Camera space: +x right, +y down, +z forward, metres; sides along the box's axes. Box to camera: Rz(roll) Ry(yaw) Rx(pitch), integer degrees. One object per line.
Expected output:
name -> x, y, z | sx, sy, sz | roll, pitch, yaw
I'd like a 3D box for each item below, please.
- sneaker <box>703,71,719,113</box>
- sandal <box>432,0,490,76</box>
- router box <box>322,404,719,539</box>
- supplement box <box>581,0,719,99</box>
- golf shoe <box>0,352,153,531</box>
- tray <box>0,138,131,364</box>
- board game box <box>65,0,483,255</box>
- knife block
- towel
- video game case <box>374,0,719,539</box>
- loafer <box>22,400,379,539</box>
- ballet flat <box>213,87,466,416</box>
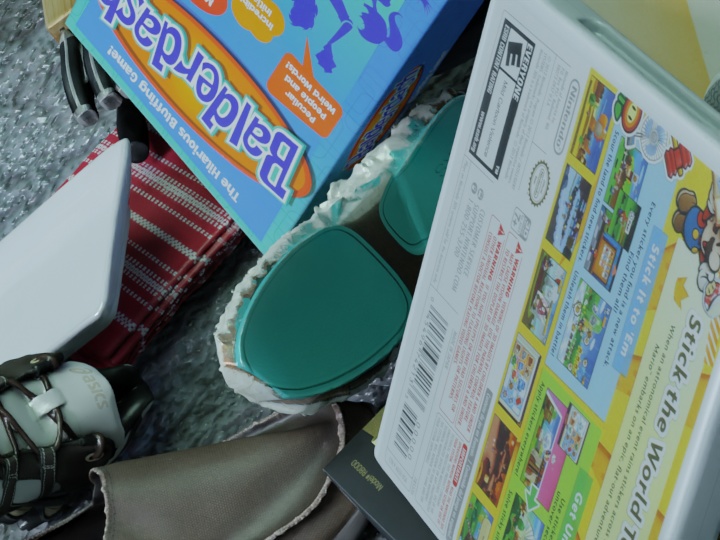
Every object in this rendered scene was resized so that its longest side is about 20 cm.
sneaker -> 0.204, -0.013, 0.840 | 0.199, 0.075, 0.082 | 30, 39, 14
sandal -> 0.071, -0.167, 1.116 | 0.200, 0.043, 0.076 | -46, 38, 2
router box -> 0.098, 0.076, 0.942 | 0.157, 0.052, 0.200 | -45, 38, -5
supplement box -> 0.173, -0.073, 0.912 | 0.199, 0.074, 0.127 | -15, 79, -1
golf shoe -> -0.154, 0.066, 1.059 | 0.094, 0.200, 0.078 | -33, 84, 16
tray -> -0.166, 0.029, 1.190 | 0.200, 0.022, 0.108 | -37, 35, 37
board game box -> -0.035, -0.122, 1.096 | 0.045, 0.152, 0.200 | -31, -17, -42
knife block -> -0.127, -0.127, 1.291 | 0.199, 0.064, 0.176 | 0, 49, 46
towel -> -0.087, -0.042, 1.234 | 0.200, 0.023, 0.144 | -47, 37, -11
video game case -> 0.072, 0.025, 0.854 | 0.182, 0.023, 0.201 | 49, 131, 51
loafer -> -0.078, 0.110, 1.041 | 0.199, 0.071, 0.073 | -33, 39, 9
ballet flat -> 0.000, 0.000, 1.067 | 0.071, 0.072, 0.200 | 3, 36, 41
